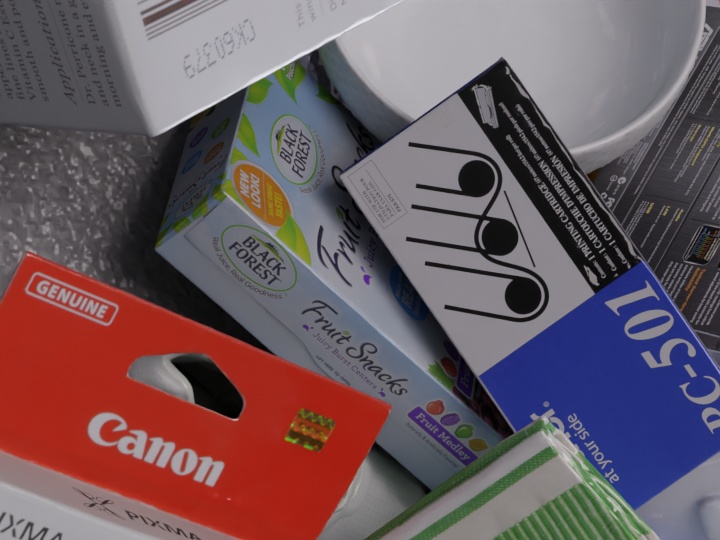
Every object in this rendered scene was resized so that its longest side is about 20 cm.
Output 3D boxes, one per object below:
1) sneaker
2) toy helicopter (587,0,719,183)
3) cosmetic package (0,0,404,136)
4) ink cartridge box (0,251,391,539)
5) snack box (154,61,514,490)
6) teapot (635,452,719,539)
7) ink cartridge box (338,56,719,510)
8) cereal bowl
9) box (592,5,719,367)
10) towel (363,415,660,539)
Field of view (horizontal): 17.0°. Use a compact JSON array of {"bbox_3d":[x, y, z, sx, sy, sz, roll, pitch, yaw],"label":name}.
[{"bbox_3d":[-0.038,0.086,1.108,0.200,0.080,0.071,28,61,-30],"label":"sneaker"},{"bbox_3d":[0.114,-0.092,1.269,0.132,0.079,0.201,26,56,-13],"label":"toy helicopter"},{"bbox_3d":[-0.113,-0.165,1.013,0.165,0.199,0.166,-32,118,-37],"label":"cosmetic package"},{"bbox_3d":[-0.095,0.108,1.025,0.199,0.044,0.174,24,101,-30],"label":"ink cartridge box"},{"bbox_3d":[0.000,0.000,1.141,0.200,0.053,0.143,42,28,-21],"label":"snack box"},{"bbox_3d":[0.191,0.089,1.228,0.200,0.197,0.146,-44,127,-19],"label":"teapot"},{"bbox_3d":[0.084,0.012,1.093,0.094,0.044,0.201,-34,89,3],"label":"ink cartridge box"},{"bbox_3d":[0.068,-0.126,1.196,0.199,0.083,0.201,3,65,-7],"label":"cereal bowl"},{"bbox_3d":[0.194,-0.033,1.179,0.201,0.158,0.048,-59,139,-22],"label":"box"},{"bbox_3d":[0.094,0.172,1.082,0.200,0.152,0.023,47,28,-13],"label":"towel"}]
